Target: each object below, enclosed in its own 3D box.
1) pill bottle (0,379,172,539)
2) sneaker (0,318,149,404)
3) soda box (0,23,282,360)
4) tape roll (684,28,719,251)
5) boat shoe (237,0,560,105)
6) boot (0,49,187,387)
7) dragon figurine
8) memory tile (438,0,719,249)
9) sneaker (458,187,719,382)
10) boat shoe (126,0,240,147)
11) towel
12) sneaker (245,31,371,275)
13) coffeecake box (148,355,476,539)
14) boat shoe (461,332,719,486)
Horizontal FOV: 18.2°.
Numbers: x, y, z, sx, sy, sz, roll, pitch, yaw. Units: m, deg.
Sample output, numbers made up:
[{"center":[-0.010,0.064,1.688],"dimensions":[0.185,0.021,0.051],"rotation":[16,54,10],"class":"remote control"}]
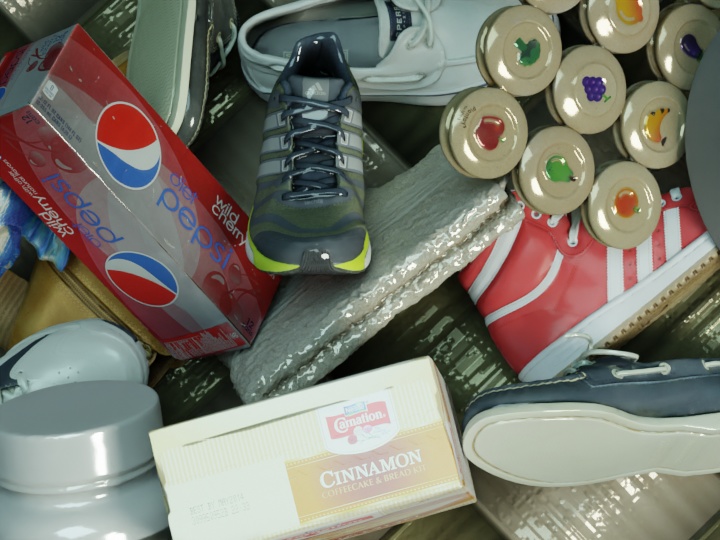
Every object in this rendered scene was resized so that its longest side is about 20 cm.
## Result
[{"center":[-0.148,0.170,1.244],"dimensions":[0.113,0.114,0.201],"rotation":[-4,105,6],"class":"pill bottle"},{"center":[-0.222,0.096,1.284],"dimensions":[0.198,0.130,0.080],"rotation":[-16,100,16],"class":"sneaker"},{"center":[-0.130,-0.040,1.270],"dimensions":[0.063,0.200,0.070],"rotation":[-15,38,38],"class":"soda box"},{"center":[0.286,-0.073,1.276],"dimensions":[0.199,0.066,0.202],"rotation":[2,86,-20],"class":"tape roll"},{"center":[0.023,-0.139,1.375],"dimensions":[0.199,0.065,0.074],"rotation":[-11,73,5],"class":"boat shoe"},{"center":[-0.142,-0.018,1.369],"dimensions":[0.144,0.071,0.202],"rotation":[31,84,8],"class":"boot"},{"center":[-0.202,-0.031,1.309],"dimensions":[0.059,0.099,0.202],"rotation":[10,96,30],"class":"dragon figurine"},{"center":[0.136,-0.124,1.258],"dimensions":[0.153,0.017,0.201],"rotation":[26,81,-27],"class":"memory tile"},{"center":[0.150,-0.026,1.325],"dimensions":[0.200,0.071,0.113],"rotation":[-38,76,-2],"class":"sneaker"},{"center":[-0.100,-0.150,1.367],"dimensions":[0.067,0.072,0.201],"rotation":[25,45,-28],"class":"boat shoe"},{"center":[0.000,0.000,1.305],"dimensions":[0.200,0.133,0.035],"rotation":[-39,109,0],"class":"towel"},{"center":[-0.030,-0.065,1.282],"dimensions":[0.073,0.081,0.200],"rotation":[-2,34,-4],"class":"sneaker"},{"center":[-0.020,0.109,1.238],"dimensions":[0.152,0.200,0.074],"rotation":[-15,81,3],"class":"coffeecake box"},{"center":[0.145,0.076,1.271],"dimensions":[0.199,0.075,0.062],"rotation":[-2,54,-18],"class":"boat shoe"}]
